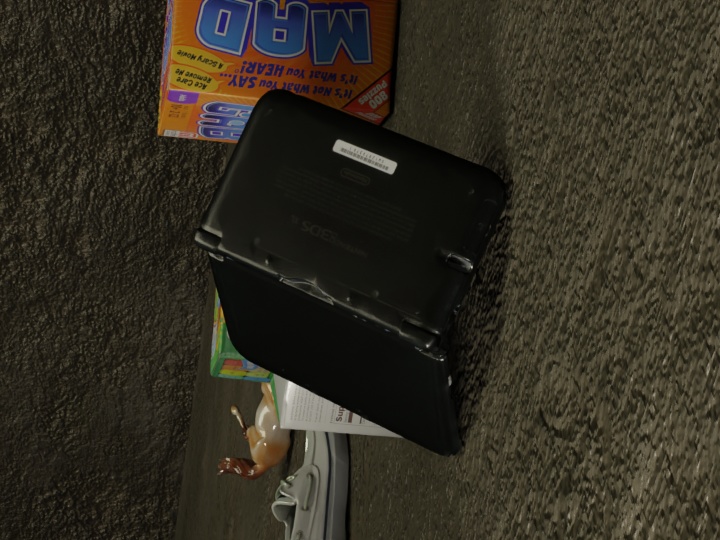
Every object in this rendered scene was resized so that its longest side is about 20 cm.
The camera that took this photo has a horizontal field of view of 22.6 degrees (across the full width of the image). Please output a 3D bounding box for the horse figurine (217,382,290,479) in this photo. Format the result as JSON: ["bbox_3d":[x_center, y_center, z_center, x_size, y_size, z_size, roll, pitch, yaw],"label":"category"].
[{"bbox_3d":[-0.110,0.165,2.090,0.133,0.049,0.202,46,124,56],"label":"horse figurine"}]

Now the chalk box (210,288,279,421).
[{"bbox_3d":[-0.084,0.047,1.795,0.125,0.123,0.202,126,149,-74],"label":"chalk box"}]

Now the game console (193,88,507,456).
[{"bbox_3d":[0.000,0.000,1.201,0.116,0.199,0.177,30,-96,-61],"label":"game console"}]

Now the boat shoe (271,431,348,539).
[{"bbox_3d":[-0.048,0.212,1.648,0.074,0.066,0.201,105,167,-46],"label":"boat shoe"}]

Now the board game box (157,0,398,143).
[{"bbox_3d":[-0.079,-0.233,1.676,0.200,0.198,0.202,142,133,-78],"label":"board game box"}]

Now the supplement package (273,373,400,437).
[{"bbox_3d":[-0.006,0.009,1.359,0.200,0.110,0.157,-104,21,-66],"label":"supplement package"}]
